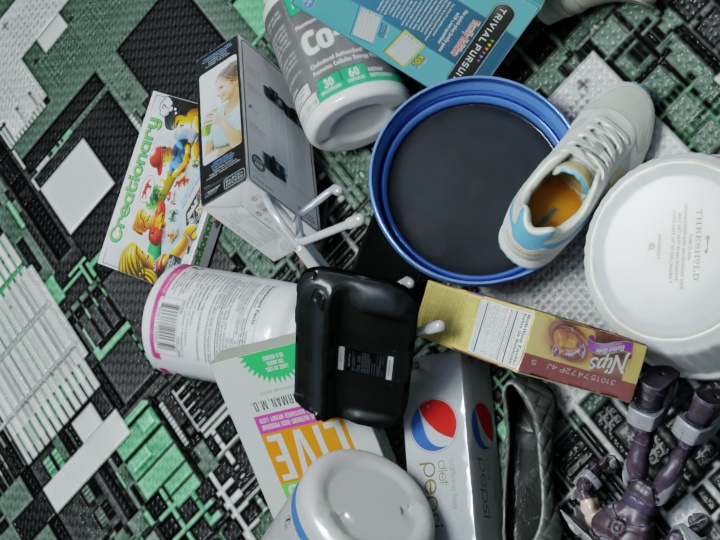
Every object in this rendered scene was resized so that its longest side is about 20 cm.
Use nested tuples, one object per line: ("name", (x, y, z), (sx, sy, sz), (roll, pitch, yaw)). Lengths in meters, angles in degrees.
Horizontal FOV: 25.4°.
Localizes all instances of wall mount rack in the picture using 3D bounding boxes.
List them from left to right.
("wall mount rack", (0.000, 0.000, 1.405), (0.074, 0.174, 0.200), (-37, 105, 5))

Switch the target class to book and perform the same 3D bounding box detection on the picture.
("book", (-0.043, 0.155, 1.508), (0.133, 0.048, 0.201), (-15, 107, 24))

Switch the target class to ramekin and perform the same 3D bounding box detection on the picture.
("ramekin", (0.284, -0.009, 1.368), (0.202, 0.094, 0.203), (-7, 76, 31))

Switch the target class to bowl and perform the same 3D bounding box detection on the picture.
("bowl", (0.108, -0.080, 1.475), (0.200, 0.039, 0.201), (-1, 76, 2))

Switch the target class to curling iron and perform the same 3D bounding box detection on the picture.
("curling iron", (-0.038, -0.010, 1.555), (0.049, 0.026, 0.200), (1, 36, -3))

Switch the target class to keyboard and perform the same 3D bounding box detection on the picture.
("keyboard", (0.067, -0.054, 1.545), (0.104, 0.040, 0.201), (18, 80, 30))

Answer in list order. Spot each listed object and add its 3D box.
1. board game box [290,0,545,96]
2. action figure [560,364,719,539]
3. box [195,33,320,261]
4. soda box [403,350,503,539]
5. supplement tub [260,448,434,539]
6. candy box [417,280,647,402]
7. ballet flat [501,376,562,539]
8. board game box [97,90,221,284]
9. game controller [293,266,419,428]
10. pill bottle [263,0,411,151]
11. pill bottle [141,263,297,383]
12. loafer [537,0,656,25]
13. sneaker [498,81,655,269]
("board game box", (0.054, -0.259, 1.487), (0.200, 0.047, 0.151), (31, 137, -5))
("action figure", (0.247, 0.184, 1.366), (0.130, 0.069, 0.201), (29, 113, 22))
("box", (-0.102, -0.123, 1.584), (0.060, 0.117, 0.201), (-28, 48, 26))
("soda box", (0.086, 0.178, 1.472), (0.068, 0.064, 0.201), (-12, 75, 29))
("supplement tub", (-0.029, 0.268, 1.446), (0.132, 0.132, 0.200), (55, 134, 28))
("candy box", (0.142, 0.059, 1.378), (0.200, 0.116, 0.057), (20, 93, 65))
("ballet flat", (0.144, 0.195, 1.431), (0.066, 0.057, 0.201), (-13, 71, 47))
("board game box", (-0.199, -0.083, 1.718), (0.126, 0.035, 0.201), (18, 90, 33))
("game controller", (-0.006, 0.070, 1.383), (0.104, 0.200, 0.042), (5, 51, 1))
("pill bottle", (-0.032, -0.229, 1.597), (0.113, 0.113, 0.201), (-31, 66, 23))
("pill bottle", (-0.104, 0.063, 1.578), (0.199, 0.113, 0.114), (10, 86, 25))
("loafer", (0.190, -0.263, 1.497), (0.200, 0.070, 0.070), (17, 94, 41))
("sneaker", (0.201, -0.090, 1.413), (0.076, 0.081, 0.200), (35, 74, 5))
